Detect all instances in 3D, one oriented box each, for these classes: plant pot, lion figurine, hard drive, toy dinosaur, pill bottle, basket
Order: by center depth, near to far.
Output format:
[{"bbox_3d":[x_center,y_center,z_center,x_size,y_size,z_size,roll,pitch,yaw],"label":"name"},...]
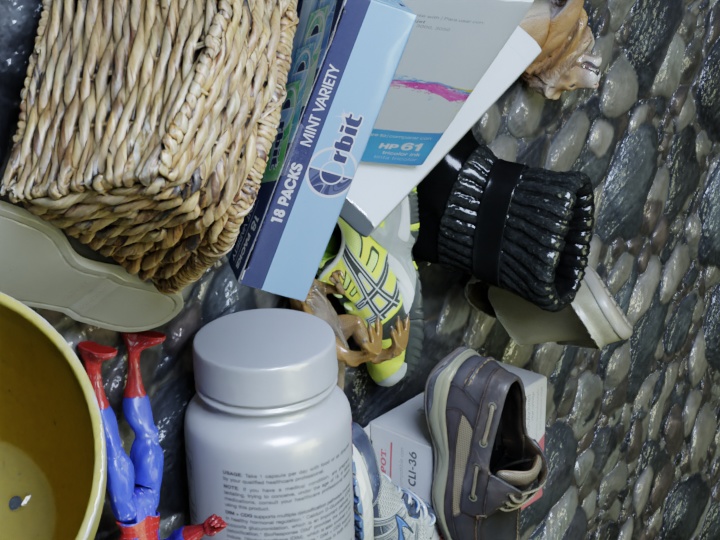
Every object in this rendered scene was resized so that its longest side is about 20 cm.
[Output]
[{"bbox_3d":[-0.222,0.121,0.899,0.200,0.200,0.142,-60,168,-16],"label":"plant pot"},{"bbox_3d":[-0.088,-0.105,0.950,0.149,0.143,0.200,36,54,-49],"label":"basket"},{"bbox_3d":[0.017,-0.132,1.146,0.200,0.132,0.027,-47,179,-30],"label":"hard drive"},{"bbox_3d":[-0.061,0.135,1.149,0.113,0.113,0.200,-27,124,-44],"label":"pill bottle"},{"bbox_3d":[-0.022,0.053,1.200,0.060,0.106,0.200,-48,132,-46],"label":"toy dinosaur"},{"bbox_3d":[0.116,-0.184,1.288,0.200,0.073,0.123,-5,136,-41],"label":"lion figurine"}]

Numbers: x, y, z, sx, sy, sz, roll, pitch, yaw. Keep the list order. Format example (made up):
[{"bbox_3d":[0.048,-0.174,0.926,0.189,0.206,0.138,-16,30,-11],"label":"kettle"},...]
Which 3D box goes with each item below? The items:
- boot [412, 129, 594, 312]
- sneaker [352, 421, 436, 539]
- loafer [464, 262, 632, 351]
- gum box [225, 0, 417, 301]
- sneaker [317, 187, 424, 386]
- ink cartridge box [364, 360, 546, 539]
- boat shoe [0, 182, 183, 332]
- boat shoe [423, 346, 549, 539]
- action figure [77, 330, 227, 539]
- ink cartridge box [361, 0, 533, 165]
[{"bbox_3d":[0.087,-0.079,1.215,0.079,0.158,0.211,-40,133,-36],"label":"boot"},{"bbox_3d":[0.010,0.183,1.262,0.085,0.077,0.200,-34,131,-31],"label":"sneaker"},{"bbox_3d":[0.143,0.028,1.319,0.068,0.200,0.076,-40,109,-9],"label":"loafer"},{"bbox_3d":[-0.041,-0.101,0.978,0.044,0.200,0.170,16,107,-20],"label":"gum box"},{"bbox_3d":[0.000,0.000,1.227,0.076,0.075,0.200,-16,124,-14],"label":"sneaker"},{"bbox_3d":[0.067,0.161,1.362,0.200,0.067,0.117,-25,122,-44],"label":"ink cartridge box"},{"bbox_3d":[-0.186,-0.020,0.991,0.200,0.073,0.063,26,40,-48],"label":"boat shoe"},{"bbox_3d":[0.099,0.153,1.283,0.074,0.073,0.200,-41,131,-36],"label":"boat shoe"},{"bbox_3d":[-0.126,0.145,1.066,0.065,0.099,0.200,-16,110,-46],"label":"action figure"},{"bbox_3d":[0.030,-0.174,1.035,0.084,0.200,0.145,5,64,-15],"label":"ink cartridge box"}]
